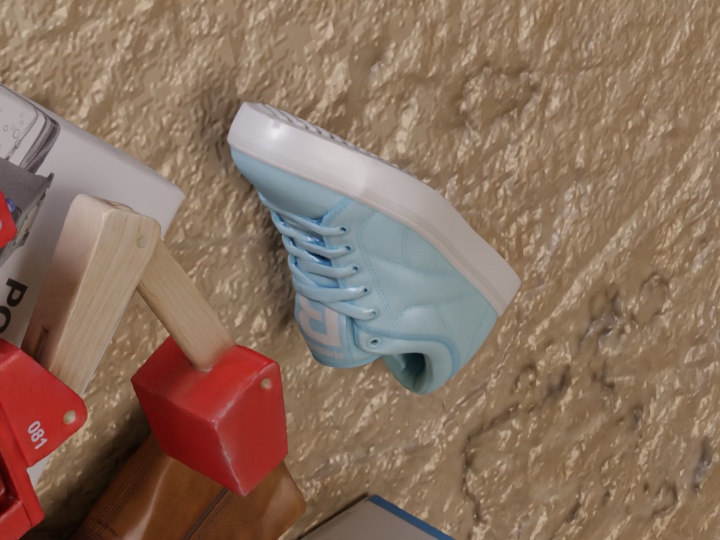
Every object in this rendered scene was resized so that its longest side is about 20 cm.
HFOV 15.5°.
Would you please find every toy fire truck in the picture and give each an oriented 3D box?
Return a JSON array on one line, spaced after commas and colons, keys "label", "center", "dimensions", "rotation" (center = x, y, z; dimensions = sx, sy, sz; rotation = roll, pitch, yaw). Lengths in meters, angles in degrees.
[{"label": "toy fire truck", "center": [-0.106, 0.022, 0.905], "dimensions": [0.141, 0.049, 0.200], "rotation": [-40, 134, -27]}]

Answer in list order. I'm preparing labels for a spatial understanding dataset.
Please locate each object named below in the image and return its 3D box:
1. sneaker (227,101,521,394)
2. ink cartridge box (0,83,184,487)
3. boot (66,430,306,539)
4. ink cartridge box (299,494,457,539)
[{"label": "sneaker", "center": [0.000, 0.000, 1.119], "dimensions": [0.200, 0.074, 0.082], "rotation": [37, 79, -49]}, {"label": "ink cartridge box", "center": [-0.174, -0.010, 0.918], "dimensions": [0.200, 0.083, 0.145], "rotation": [29, 88, -50]}, {"label": "boot", "center": [-0.106, 0.108, 1.068], "dimensions": [0.200, 0.068, 0.188], "rotation": [-46, 137, -21]}, {"label": "ink cartridge box", "center": [0.013, 0.240, 1.206], "dimensions": [0.146, 0.147, 0.200], "rotation": [-32, 132, -33]}]
